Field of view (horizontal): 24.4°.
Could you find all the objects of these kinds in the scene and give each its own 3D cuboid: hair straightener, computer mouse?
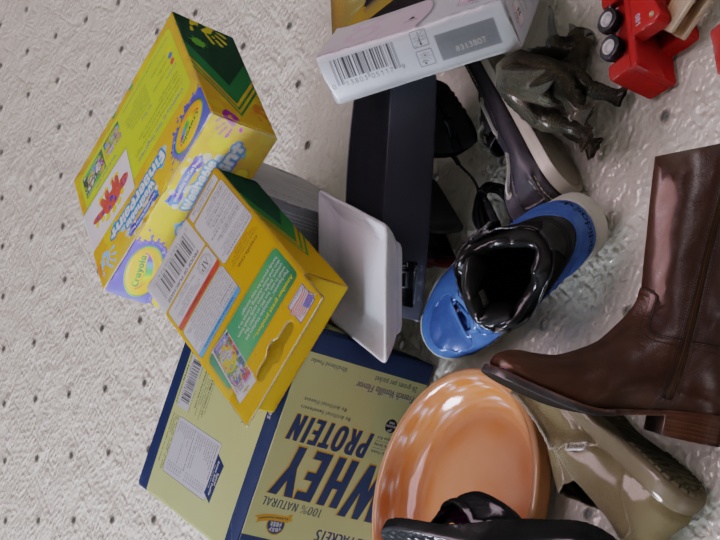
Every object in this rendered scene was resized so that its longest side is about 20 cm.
[{"bbox_3d":[0.053,-0.093,1.460,0.201,0.040,0.078,-104,19,-48],"label":"hair straightener"},{"bbox_3d":[0.084,-0.096,1.388,0.034,0.058,0.201,99,149,-46],"label":"computer mouse"}]

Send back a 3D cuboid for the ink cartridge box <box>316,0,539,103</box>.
[{"bbox_3d":[0.065,-0.211,1.355,0.161,0.057,0.201,-15,27,22],"label":"ink cartridge box"}]

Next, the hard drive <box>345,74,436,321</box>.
[{"bbox_3d":[0.023,-0.071,1.383,0.135,0.042,0.203,-138,49,-69],"label":"hard drive"}]

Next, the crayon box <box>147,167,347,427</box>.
[{"bbox_3d":[-0.088,0.023,1.350,0.126,0.051,0.200,-58,43,16],"label":"crayon box"}]

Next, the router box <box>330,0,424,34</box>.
[{"bbox_3d":[0.049,-0.284,1.552,0.199,0.052,0.159,-35,48,43],"label":"router box"}]

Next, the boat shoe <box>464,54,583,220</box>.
[{"bbox_3d":[0.114,-0.119,1.356,0.063,0.072,0.201,-42,47,22],"label":"boat shoe"}]

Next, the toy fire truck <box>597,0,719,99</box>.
[{"bbox_3d":[0.242,-0.202,1.235,0.141,0.048,0.202,-32,49,44],"label":"toy fire truck"}]

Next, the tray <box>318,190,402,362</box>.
[{"bbox_3d":[0.000,0.000,1.354,0.200,0.022,0.109,-146,54,-70],"label":"tray"}]

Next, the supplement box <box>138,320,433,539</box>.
[{"bbox_3d":[-0.069,0.137,1.450,0.199,0.133,0.202,21,93,57],"label":"supplement box"}]

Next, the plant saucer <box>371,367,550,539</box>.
[{"bbox_3d":[0.082,0.178,1.298,0.199,0.037,0.202,-29,52,45],"label":"plant saucer"}]

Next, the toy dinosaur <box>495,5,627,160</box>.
[{"bbox_3d":[0.142,-0.138,1.277,0.102,0.200,0.078,31,116,18],"label":"toy dinosaur"}]

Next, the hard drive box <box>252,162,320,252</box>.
[{"bbox_3d":[-0.087,-0.047,1.545,0.200,0.155,0.077,37,105,56],"label":"hard drive box"}]

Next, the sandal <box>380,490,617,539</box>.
[{"bbox_3d":[0.104,0.189,1.183,0.199,0.075,0.048,-5,50,40],"label":"sandal"}]

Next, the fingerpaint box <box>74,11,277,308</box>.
[{"bbox_3d":[-0.168,-0.097,1.481,0.201,0.073,0.168,-56,36,24],"label":"fingerpaint box"}]

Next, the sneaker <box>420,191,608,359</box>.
[{"bbox_3d":[0.093,0.017,1.277,0.199,0.111,0.077,-37,83,39],"label":"sneaker"}]

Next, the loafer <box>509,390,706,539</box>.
[{"bbox_3d":[0.160,0.128,1.173,0.068,0.076,0.200,-58,35,9],"label":"loafer"}]

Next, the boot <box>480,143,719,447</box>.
[{"bbox_3d":[0.184,0.001,1.109,0.064,0.184,0.202,-172,96,-71],"label":"boot"}]
